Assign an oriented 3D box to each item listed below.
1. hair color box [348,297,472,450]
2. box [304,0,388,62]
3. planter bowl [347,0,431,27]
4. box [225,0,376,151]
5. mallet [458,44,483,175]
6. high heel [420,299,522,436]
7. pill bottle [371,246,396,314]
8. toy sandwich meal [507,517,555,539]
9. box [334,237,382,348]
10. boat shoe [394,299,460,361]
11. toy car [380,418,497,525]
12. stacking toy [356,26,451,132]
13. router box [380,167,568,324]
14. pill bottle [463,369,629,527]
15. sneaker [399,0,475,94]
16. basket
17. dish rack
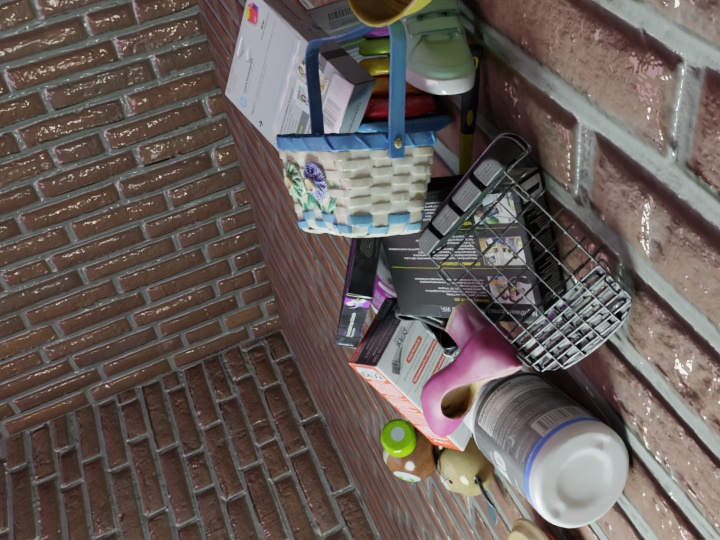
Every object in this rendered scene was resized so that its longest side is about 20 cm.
[{"bbox_3d":[0.087,0.141,1.084,0.063,0.112,0.200,-1,139,51],"label":"hair color box"},{"bbox_3d":[-0.033,-0.247,1.066,0.041,0.153,0.203,-122,14,-72],"label":"box"},{"bbox_3d":[0.062,-0.308,0.689,0.199,0.082,0.204,-3,87,61],"label":"planter bowl"},{"bbox_3d":[-0.079,-0.220,0.962,0.200,0.041,0.157,46,136,23],"label":"box"},{"bbox_3d":[0.125,-0.143,0.865,0.041,0.065,0.203,-94,9,-55],"label":"mallet"},{"bbox_3d":[0.121,0.133,0.858,0.096,0.066,0.202,51,141,40],"label":"high heel"},{"bbox_3d":[0.062,0.007,1.183,0.201,0.111,0.114,102,145,-67],"label":"pill bottle"},{"bbox_3d":[0.265,0.421,1.066,0.205,0.069,0.209,164,90,-75],"label":"toy sandwich meal"},{"bbox_3d":[0.000,0.000,0.996,0.200,0.035,0.145,108,171,-68],"label":"box"},{"bbox_3d":[0.112,0.086,1.016,0.072,0.063,0.200,-12,133,46],"label":"boat shoe"},{"bbox_3d":[0.145,0.313,1.258,0.200,0.157,0.165,48,171,30],"label":"toy car"},{"bbox_3d":[0.036,-0.262,0.949,0.110,0.114,0.204,-148,51,-66],"label":"stacking toy"},{"bbox_3d":[0.111,-0.024,0.855,0.198,0.051,0.152,2,114,45],"label":"router box"},{"bbox_3d":[0.192,0.181,0.882,0.200,0.112,0.116,-140,32,-67],"label":"pill bottle"},{"bbox_3d":[0.065,-0.268,0.782,0.119,0.072,0.202,91,166,-49],"label":"sneaker"},{"bbox_3d":[-0.005,-0.136,0.796,0.176,0.137,0.204,10,101,61],"label":"basket"},{"bbox_3d":[0.154,-0.008,0.747,0.200,0.054,0.154,46,136,7],"label":"dish rack"}]
